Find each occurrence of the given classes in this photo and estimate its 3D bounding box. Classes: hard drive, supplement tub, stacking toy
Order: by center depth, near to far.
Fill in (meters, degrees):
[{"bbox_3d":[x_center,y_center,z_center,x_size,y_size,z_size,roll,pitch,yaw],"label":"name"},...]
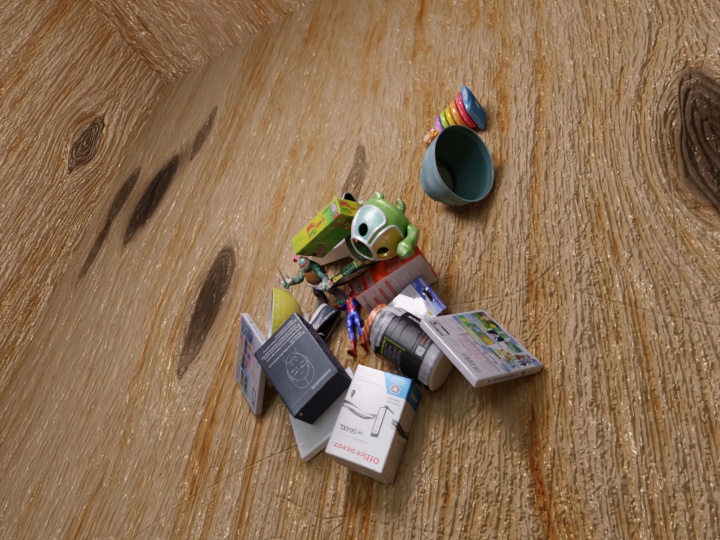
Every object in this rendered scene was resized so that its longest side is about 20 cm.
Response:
[{"bbox_3d":[0.106,0.163,1.180,0.197,0.123,0.124,30,75,29],"label":"supplement tub"},{"bbox_3d":[-0.077,0.344,1.287,0.198,0.026,0.133,-39,42,6],"label":"hard drive"},{"bbox_3d":[0.268,-0.445,1.606,0.197,0.109,0.119,-28,44,33],"label":"stacking toy"}]

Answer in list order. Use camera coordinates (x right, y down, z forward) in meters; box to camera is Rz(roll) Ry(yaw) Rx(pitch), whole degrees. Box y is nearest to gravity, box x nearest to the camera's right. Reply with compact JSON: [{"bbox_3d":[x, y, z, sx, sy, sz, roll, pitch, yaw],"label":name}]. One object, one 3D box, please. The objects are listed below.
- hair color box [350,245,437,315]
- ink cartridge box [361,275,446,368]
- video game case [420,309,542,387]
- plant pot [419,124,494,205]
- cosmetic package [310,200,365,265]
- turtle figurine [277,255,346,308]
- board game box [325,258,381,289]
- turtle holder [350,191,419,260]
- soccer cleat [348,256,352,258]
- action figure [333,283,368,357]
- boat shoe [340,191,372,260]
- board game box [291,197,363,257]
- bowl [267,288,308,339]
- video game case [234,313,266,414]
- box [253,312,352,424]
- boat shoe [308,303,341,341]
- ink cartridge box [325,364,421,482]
[{"bbox_3d":[0.084,0.027,1.350,0.197,0.111,0.065,-34,41,10],"label":"hair color box"},{"bbox_3d":[0.108,0.123,1.296,0.199,0.042,0.120,-44,52,4],"label":"ink cartridge box"},{"bbox_3d":[0.245,0.153,1.098,0.200,0.176,0.023,48,134,48],"label":"video game case"},{"bbox_3d":[0.239,-0.262,1.421,0.133,0.197,0.205,-23,38,60],"label":"plant pot"},{"bbox_3d":[-0.058,-0.107,1.571,0.197,0.051,0.155,-17,47,54],"label":"cosmetic package"},{"bbox_3d":[-0.127,0.028,1.448,0.146,0.201,0.103,5,59,39],"label":"turtle figurine"},{"bbox_3d":[0.000,0.000,1.356,0.104,0.198,0.024,-39,78,26],"label":"board game box"},{"bbox_3d":[0.059,-0.084,1.288,0.184,0.142,0.132,40,68,13],"label":"turtle holder"},{"bbox_3d":[0.030,-0.082,1.505,0.194,0.078,0.071,-7,52,34],"label":"soccer cleat"},{"bbox_3d":[-0.031,0.109,1.389,0.064,0.100,0.204,-25,42,16],"label":"action figure"},{"bbox_3d":[-0.013,-0.114,1.441,0.070,0.061,0.208,-15,71,-15],"label":"boat shoe"},{"bbox_3d":[-0.083,-0.107,1.393,0.198,0.099,0.049,-37,63,37],"label":"board game box"},{"bbox_3d":[-0.197,0.156,1.455,0.103,0.204,0.205,6,47,-12],"label":"bowl"},{"bbox_3d":[-0.295,0.249,1.443,0.181,0.023,0.207,38,123,52],"label":"video game case"},{"bbox_3d":[-0.138,0.234,1.286,0.148,0.107,0.201,-42,58,0],"label":"box"},{"bbox_3d":[-0.116,0.182,1.411,0.060,0.076,0.202,11,54,36],"label":"boat shoe"},{"bbox_3d":[0.030,0.329,1.153,0.141,0.085,0.205,9,61,28],"label":"ink cartridge box"}]
